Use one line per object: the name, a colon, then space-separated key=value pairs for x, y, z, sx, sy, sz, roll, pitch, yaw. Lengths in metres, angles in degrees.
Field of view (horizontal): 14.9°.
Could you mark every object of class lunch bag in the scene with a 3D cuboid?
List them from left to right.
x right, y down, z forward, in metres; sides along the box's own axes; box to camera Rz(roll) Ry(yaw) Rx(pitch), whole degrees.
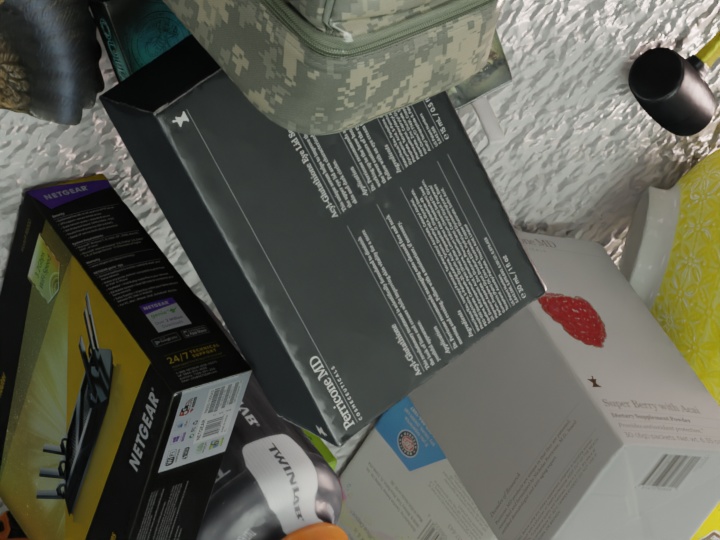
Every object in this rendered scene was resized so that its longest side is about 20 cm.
lunch bag: x=-0.021 y=-0.189 z=1.234 sx=0.139 sy=0.200 sz=0.168 roll=-21 pitch=148 yaw=-33

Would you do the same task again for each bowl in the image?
bowl: x=0.229 y=-0.003 z=1.805 sx=0.107 sy=0.201 sz=0.201 roll=15 pitch=133 yaw=-3

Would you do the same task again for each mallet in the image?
mallet: x=0.251 y=-0.164 z=1.717 sx=0.200 sy=0.041 sz=0.066 roll=-43 pitch=148 yaw=-2

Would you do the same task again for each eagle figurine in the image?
eagle figurine: x=-0.207 y=-0.086 z=1.263 sx=0.151 sy=0.152 sz=0.200 roll=4 pitch=180 yaw=3

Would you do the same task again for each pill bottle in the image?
pill bottle: x=-0.080 y=0.113 z=1.553 sx=0.106 sy=0.200 sz=0.106 roll=-28 pitch=147 yaw=-20

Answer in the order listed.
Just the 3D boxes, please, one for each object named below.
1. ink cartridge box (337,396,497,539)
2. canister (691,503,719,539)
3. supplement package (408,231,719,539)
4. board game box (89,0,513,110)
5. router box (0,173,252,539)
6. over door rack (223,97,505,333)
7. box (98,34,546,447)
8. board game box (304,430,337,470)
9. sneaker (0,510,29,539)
ink cartridge box: x=0.054 y=0.189 z=1.869 sx=0.125 sy=0.129 sz=0.200 roll=0 pitch=132 yaw=-48
canister: x=0.237 y=0.144 z=1.992 sx=0.087 sy=0.149 sz=0.200 roll=-44 pitch=147 yaw=9
supplement package: x=0.127 y=0.084 z=1.726 sx=0.121 sy=0.200 sz=0.120 roll=6 pitch=128 yaw=-40
board game box: x=-0.027 y=-0.117 z=1.411 sx=0.200 sy=0.028 sz=0.136 roll=-28 pitch=111 yaw=-19
router box: x=-0.140 y=0.074 z=1.481 sx=0.052 sy=0.157 sz=0.200 roll=-15 pitch=141 yaw=-34
over door rack: x=0.000 y=0.000 z=1.625 sx=0.147 sy=0.067 sz=0.200 roll=-14 pitch=141 yaw=-37
box: x=-0.017 y=-0.037 z=1.372 sx=0.141 sy=0.079 sz=0.200 roll=-36 pitch=114 yaw=-20
board game box: x=-0.117 y=0.166 z=1.732 sx=0.199 sy=0.048 sz=0.102 roll=-18 pitch=143 yaw=-32
sneaker: x=-0.192 y=0.186 z=1.614 sx=0.199 sy=0.076 sz=0.092 roll=-14 pitch=135 yaw=1
